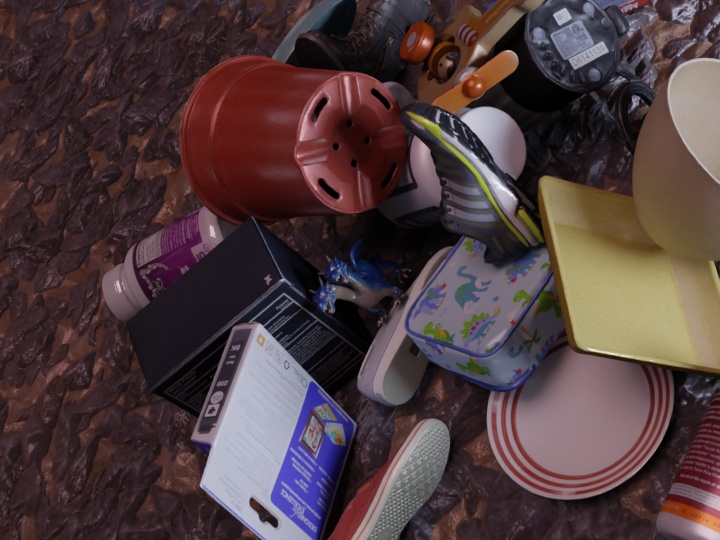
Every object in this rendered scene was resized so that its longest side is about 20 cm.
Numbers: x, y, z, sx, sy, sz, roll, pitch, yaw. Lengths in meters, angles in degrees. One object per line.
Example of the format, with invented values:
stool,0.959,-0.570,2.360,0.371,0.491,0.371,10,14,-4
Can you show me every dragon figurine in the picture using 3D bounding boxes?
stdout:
dragon figurine,0.000,0.000,1.339,0.059,0.099,0.200,-49,11,25

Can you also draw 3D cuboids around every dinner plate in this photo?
dinner plate,0.221,0.137,1.199,0.200,0.024,0.200,-18,55,27

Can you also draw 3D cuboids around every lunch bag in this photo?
lunch bag,0.150,0.022,1.258,0.161,0.082,0.200,17,63,47

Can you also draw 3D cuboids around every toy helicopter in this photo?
toy helicopter,0.124,-0.236,1.232,0.200,0.079,0.132,-42,34,40

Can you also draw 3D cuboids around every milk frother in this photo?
milk frother,0.225,-0.186,1.328,0.188,0.180,0.200,-31,72,64

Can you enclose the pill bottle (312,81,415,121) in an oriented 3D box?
pill bottle,-0.029,-0.161,1.503,0.200,0.113,0.113,-12,57,30

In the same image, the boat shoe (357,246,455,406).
boat shoe,0.054,0.057,1.336,0.071,0.070,0.201,5,60,51

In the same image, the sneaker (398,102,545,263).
sneaker,0.102,-0.083,1.188,0.081,0.200,0.074,-38,14,19

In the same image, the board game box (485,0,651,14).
board game box,0.252,-0.328,1.464,0.200,0.019,0.103,-21,54,25

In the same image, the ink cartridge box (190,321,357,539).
ink cartridge box,-0.093,0.191,1.245,0.043,0.198,0.200,-13,43,33

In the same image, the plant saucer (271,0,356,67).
plant saucer,-0.075,-0.282,1.567,0.027,0.200,0.200,37,88,8

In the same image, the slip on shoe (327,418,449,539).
slip on shoe,0.024,0.239,1.251,0.061,0.074,0.200,31,89,46

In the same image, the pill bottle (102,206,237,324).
pill bottle,-0.237,-0.004,1.559,0.200,0.112,0.112,-27,50,21

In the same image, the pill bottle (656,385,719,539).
pill bottle,0.347,0.160,1.030,0.113,0.113,0.200,19,76,42

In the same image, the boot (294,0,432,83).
boot,0.008,-0.313,1.519,0.069,0.200,0.174,17,81,36

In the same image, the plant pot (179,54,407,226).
plant pot,-0.064,-0.140,1.310,0.195,0.201,0.201,9,69,52

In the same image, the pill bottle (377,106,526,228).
pill bottle,0.097,-0.117,1.326,0.120,0.120,0.200,-66,19,-15

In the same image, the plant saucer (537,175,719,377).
plant saucer,0.262,0.017,1.156,0.048,0.200,0.200,127,146,-47

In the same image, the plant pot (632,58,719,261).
plant pot,0.343,-0.087,1.155,0.134,0.200,0.200,127,145,-46

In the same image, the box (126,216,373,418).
box,-0.123,0.077,1.367,0.200,0.198,0.123,-39,47,9
